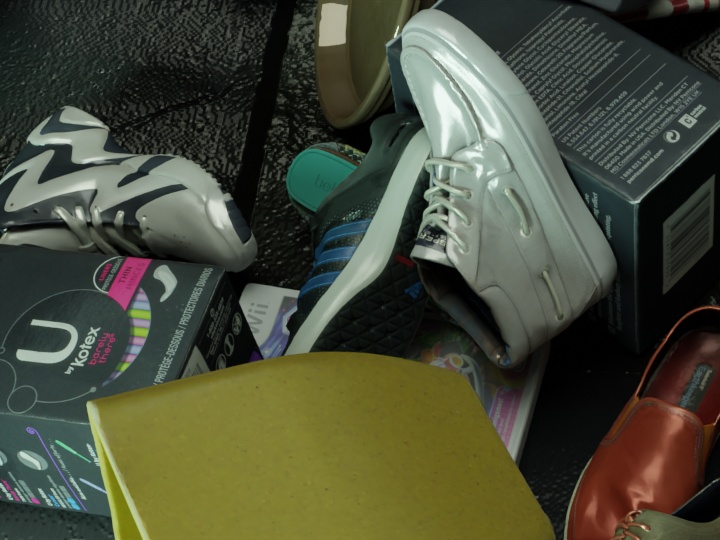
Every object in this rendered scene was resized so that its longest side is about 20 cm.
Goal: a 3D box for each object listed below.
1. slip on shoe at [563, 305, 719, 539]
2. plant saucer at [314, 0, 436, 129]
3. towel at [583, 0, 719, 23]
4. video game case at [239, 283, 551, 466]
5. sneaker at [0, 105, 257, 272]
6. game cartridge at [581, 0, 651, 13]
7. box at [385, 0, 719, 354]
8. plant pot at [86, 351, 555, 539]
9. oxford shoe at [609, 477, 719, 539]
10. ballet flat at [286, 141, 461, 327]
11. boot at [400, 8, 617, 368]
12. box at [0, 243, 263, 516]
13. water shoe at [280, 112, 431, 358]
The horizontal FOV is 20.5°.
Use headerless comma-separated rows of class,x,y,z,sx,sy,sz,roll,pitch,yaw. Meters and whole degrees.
slip on shoe,0.170,0.101,1.135,0.074,0.061,0.200,21,60,21
plant saucer,0.012,-0.191,1.315,0.029,0.200,0.201,9,49,-19
towel,0.150,-0.200,1.328,0.144,0.023,0.199,34,29,30
video game case,0.003,0.082,1.203,0.199,0.018,0.144,9,55,16
sneaker,-0.169,-0.020,1.271,0.199,0.080,0.130,31,64,28
game cartridge,0.136,-0.217,1.276,0.132,0.042,0.200,19,22,6
box,0.126,-0.072,1.220,0.200,0.149,0.107,35,64,29
plant pot,-0.010,0.159,1.040,0.199,0.196,0.195,-19,55,-14
oxford shoe,0.137,0.165,1.040,0.199,0.075,0.070,-19,9,-41
ballet flat,0.041,-0.021,1.246,0.074,0.074,0.200,-40,58,-21
boot,0.063,-0.042,1.120,0.096,0.200,0.073,-41,16,-23
box,-0.172,0.065,1.175,0.199,0.106,0.123,5,52,22
water shoe,0.000,0.000,1.195,0.079,0.071,0.201,29,86,50
